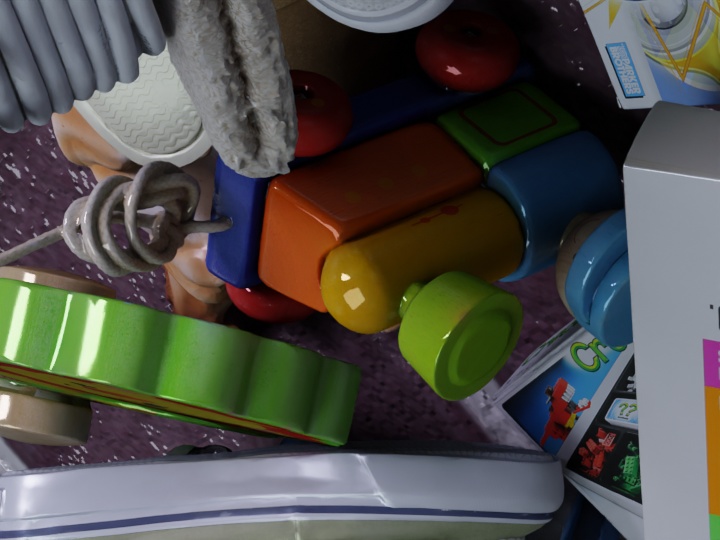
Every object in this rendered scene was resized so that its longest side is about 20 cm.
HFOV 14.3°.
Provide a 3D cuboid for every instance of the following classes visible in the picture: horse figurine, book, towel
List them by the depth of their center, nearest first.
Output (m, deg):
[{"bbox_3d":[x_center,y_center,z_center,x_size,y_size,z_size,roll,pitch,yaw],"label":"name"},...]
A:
[{"bbox_3d":[-0.060,-0.127,0.797,0.200,0.034,0.133,78,171,-55],"label":"towel"},{"bbox_3d":[0.153,0.045,0.875,0.134,0.048,0.200,11,134,22],"label":"book"},{"bbox_3d":[-0.067,-0.034,1.057,0.133,0.050,0.200,11,142,57],"label":"horse figurine"}]

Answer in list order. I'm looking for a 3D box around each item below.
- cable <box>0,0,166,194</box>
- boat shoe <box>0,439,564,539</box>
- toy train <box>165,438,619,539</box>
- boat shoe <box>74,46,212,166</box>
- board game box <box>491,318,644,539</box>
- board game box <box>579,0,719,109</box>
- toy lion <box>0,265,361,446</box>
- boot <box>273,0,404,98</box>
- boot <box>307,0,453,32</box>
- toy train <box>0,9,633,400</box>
[{"bbox_3d":[-0.117,-0.136,0.791,0.200,0.069,0.200,-118,9,-69],"label":"cable"},{"bbox_3d":[-0.028,0.093,1.004,0.200,0.072,0.062,-4,90,3],"label":"boat shoe"},{"bbox_3d":[0.005,0.116,1.084,0.200,0.087,0.114,12,139,15],"label":"toy train"},{"bbox_3d":[-0.087,-0.132,0.955,0.072,0.068,0.200,-21,96,29],"label":"boat shoe"},{"bbox_3d":[0.141,0.042,0.950,0.126,0.035,0.200,46,143,-1],"label":"board game box"},{"bbox_3d":[0.100,-0.141,0.817,0.135,0.034,0.200,-1,123,44],"label":"board game box"},{"bbox_3d":[-0.084,0.031,0.999,0.192,0.069,0.200,10,174,23],"label":"toy lion"},{"bbox_3d":[-0.006,-0.113,0.923,0.075,0.074,0.200,5,126,28],"label":"boot"},{"bbox_3d":[-0.022,-0.159,0.760,0.074,0.096,0.200,-16,92,14],"label":"boot"},{"bbox_3d":[0.000,0.000,0.890,0.116,0.200,0.085,40,138,34],"label":"toy train"}]
